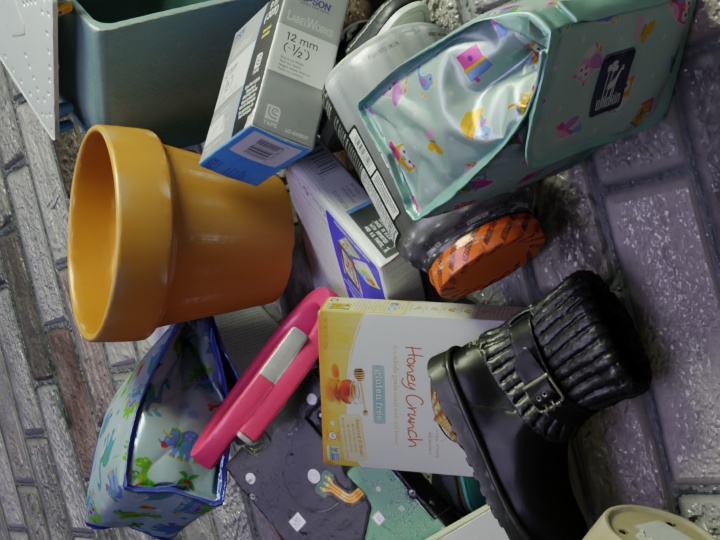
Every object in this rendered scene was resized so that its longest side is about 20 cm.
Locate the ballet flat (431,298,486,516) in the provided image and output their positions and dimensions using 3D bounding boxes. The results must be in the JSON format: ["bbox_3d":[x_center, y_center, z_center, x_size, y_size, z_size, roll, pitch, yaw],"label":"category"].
[{"bbox_3d":[0.079,0.119,1.236,0.073,0.073,0.202,14,116,52],"label":"ballet flat"}]

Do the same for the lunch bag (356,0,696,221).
[{"bbox_3d":[0.125,-0.132,0.981,0.200,0.170,0.123,-36,77,51],"label":"lunch bag"}]

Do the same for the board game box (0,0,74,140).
[{"bbox_3d":[-0.336,-0.263,1.388,0.200,0.026,0.201,54,152,25],"label":"board game box"}]

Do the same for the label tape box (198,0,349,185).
[{"bbox_3d":[-0.071,-0.190,1.239,0.143,0.066,0.202,-22,54,64],"label":"label tape box"}]

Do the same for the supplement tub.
[{"bbox_3d":[0.061,-0.087,1.132,0.201,0.122,0.123,62,144,17],"label":"supplement tub"}]

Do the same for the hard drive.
[{"bbox_3d":[-0.015,0.204,1.266,0.200,0.038,0.140,47,114,15],"label":"hard drive"}]

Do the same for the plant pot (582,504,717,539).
[{"bbox_3d":[0.201,0.286,1.051,0.187,0.186,0.202,30,112,46],"label":"plant pot"}]

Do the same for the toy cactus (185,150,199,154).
[{"bbox_3d":[-0.200,-0.034,1.488,0.102,0.164,0.201,28,102,41],"label":"toy cactus"}]

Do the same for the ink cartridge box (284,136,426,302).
[{"bbox_3d":[0.000,0.000,1.287,0.198,0.043,0.201,50,160,41],"label":"ink cartridge box"}]

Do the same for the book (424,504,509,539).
[{"bbox_3d":[0.092,0.285,1.183,0.199,0.048,0.134,-32,87,11],"label":"book"}]

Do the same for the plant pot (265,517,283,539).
[{"bbox_3d":[-0.021,0.197,1.386,0.200,0.092,0.202,28,125,48],"label":"plant pot"}]

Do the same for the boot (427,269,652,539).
[{"bbox_3d":[0.161,0.121,1.079,0.157,0.079,0.212,-28,94,23],"label":"boot"}]

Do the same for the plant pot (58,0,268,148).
[{"bbox_3d":[-0.228,-0.227,1.443,0.196,0.195,0.201,45,141,36],"label":"plant pot"}]

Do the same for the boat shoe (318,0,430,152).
[{"bbox_3d":[-0.003,-0.181,1.231,0.061,0.075,0.200,56,142,16],"label":"boat shoe"}]

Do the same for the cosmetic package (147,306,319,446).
[{"bbox_3d":[-0.138,0.089,1.507,0.200,0.101,0.072,43,136,40],"label":"cosmetic package"}]

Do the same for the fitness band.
[{"bbox_3d":[-0.084,0.100,1.297,0.037,0.200,0.144,38,177,-6],"label":"fitness band"}]

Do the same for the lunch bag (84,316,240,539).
[{"bbox_3d":[-0.197,0.155,1.422,0.170,0.127,0.201,139,139,-55],"label":"lunch bag"}]

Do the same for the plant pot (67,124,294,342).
[{"bbox_3d":[-0.169,-0.032,1.341,0.200,0.182,0.202,-179,90,-66],"label":"plant pot"}]

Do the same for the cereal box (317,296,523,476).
[{"bbox_3d":[0.066,0.099,1.170,0.198,0.040,0.145,2,110,14],"label":"cereal box"}]
